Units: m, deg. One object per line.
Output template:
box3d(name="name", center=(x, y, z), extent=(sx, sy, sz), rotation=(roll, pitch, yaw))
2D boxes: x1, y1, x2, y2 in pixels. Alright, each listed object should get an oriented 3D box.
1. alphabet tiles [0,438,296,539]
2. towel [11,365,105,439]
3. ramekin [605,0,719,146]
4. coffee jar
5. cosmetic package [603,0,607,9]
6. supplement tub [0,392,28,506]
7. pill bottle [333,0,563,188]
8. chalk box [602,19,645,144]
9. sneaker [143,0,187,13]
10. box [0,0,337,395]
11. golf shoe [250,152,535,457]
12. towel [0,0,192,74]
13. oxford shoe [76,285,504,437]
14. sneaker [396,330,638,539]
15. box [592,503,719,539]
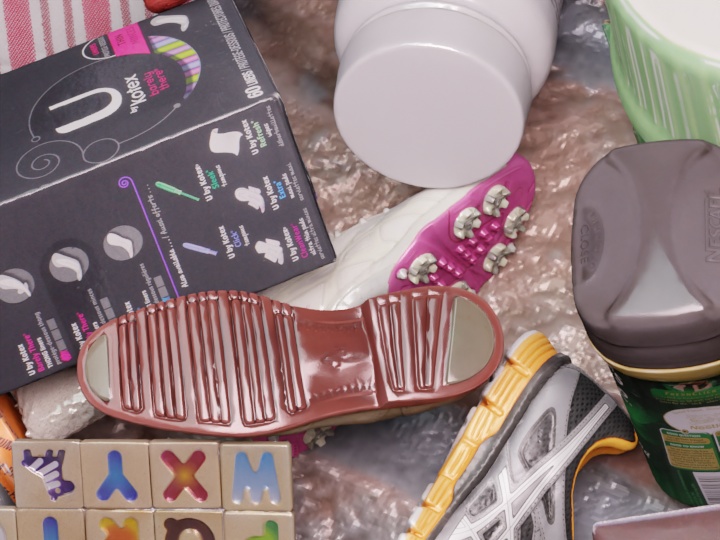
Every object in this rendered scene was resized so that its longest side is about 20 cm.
box3d(name="alphabet tiles", center=(-0.128, 0.160, 1.313), extent=(0.199, 0.008, 0.168), rotation=(0, 105, 8))
box3d(name="towel", center=(-0.134, 0.005, 1.435), extent=(0.132, 0.035, 0.200), rotation=(-31, 36, 1))
box3d(name="ramekin", center=(0.202, -0.137, 1.250), extent=(0.199, 0.098, 0.200), rotation=(-8, 60, 14))
box3d(name="coffee jar", center=(0.153, 0.026, 1.262), extent=(0.085, 0.200, 0.105), rotation=(-6, 60, 15))
box3d(name="cosmetic package", center=(0.162, -0.272, 1.422), extent=(0.123, 0.200, 0.200), rotation=(-7, 60, 17))
box3d(name="supplement tub", center=(-0.252, 0.134, 1.383), extent=(0.200, 0.123, 0.123), rotation=(-33, 58, -2))
box3d(name="pill bottle", center=(0.048, -0.143, 1.410), extent=(0.113, 0.114, 0.200), rotation=(-5, 43, 16))
box3d(name="chalk box", center=(0.211, -0.078, 1.346), extent=(0.200, 0.124, 0.124), rotation=(12, 67, 25))
box3d(name="sneaker", center=(-0.070, -0.227, 1.412), extent=(0.116, 0.078, 0.200), rotation=(49, 60, -10))
box3d(name="box", center=(-0.130, -0.037, 1.352), extent=(0.200, 0.106, 0.122), rotation=(-22, 35, -4))
box3d(name="golf shoe", center=(0.000, 0.000, 1.404), extent=(0.200, 0.075, 0.092), rotation=(-42, 55, -8))
box3d(name="towel", center=(-0.161, -0.168, 1.513), extent=(0.200, 0.147, 0.030), rotation=(14, 38, 23))
box3d(name="oxford shoe", center=(-0.034, 0.051, 1.313), extent=(0.199, 0.075, 0.071), rotation=(-1, 74, -3))
box3d(name="sneaker", center=(0.060, 0.129, 1.315), extent=(0.077, 0.078, 0.200), rotation=(31, 83, 3))
box3d(name="box", center=(0.199, 0.215, 1.165), extent=(0.164, 0.166, 0.200), rotation=(-10, 60, 13))
